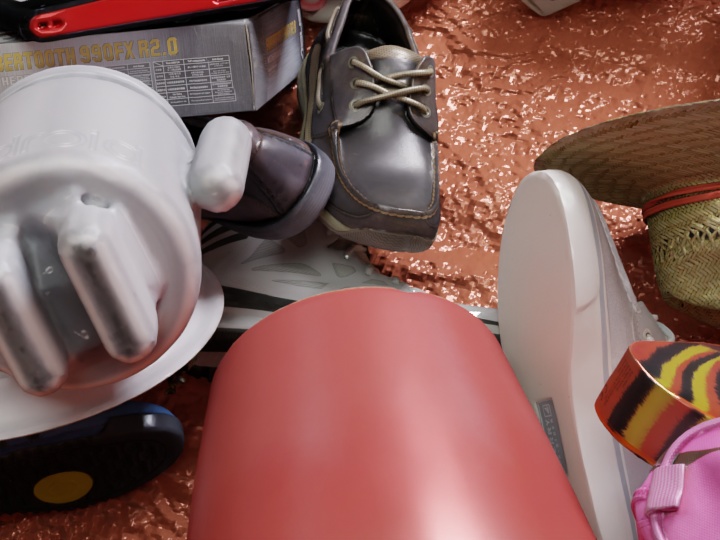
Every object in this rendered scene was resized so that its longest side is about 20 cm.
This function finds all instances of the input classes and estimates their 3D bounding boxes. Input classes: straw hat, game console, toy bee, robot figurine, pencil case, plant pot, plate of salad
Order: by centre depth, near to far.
[{"bbox_3d":[0.151,0.129,0.686,0.093,0.200,0.091,17,61,18],"label":"pencil case"},{"bbox_3d":[0.010,0.117,0.735,0.200,0.201,0.178,-11,47,2],"label":"plant pot"},{"bbox_3d":[0.205,0.063,0.738,0.199,0.131,0.109,-22,52,-25],"label":"toy bee"},{"bbox_3d":[-0.128,-0.023,0.765,0.169,0.113,0.200,-17,26,2],"label":"robot figurine"},{"bbox_3d":[0.186,-0.017,0.810,0.200,0.201,0.085,-4,80,7],"label":"straw hat"},{"bbox_3d":[-0.164,0.039,0.834,0.199,0.048,0.200,-7,26,3],"label":"plate of salad"},{"bbox_3d":[-0.113,-0.152,0.923,0.176,0.031,0.200,-17,16,-17],"label":"game console"}]

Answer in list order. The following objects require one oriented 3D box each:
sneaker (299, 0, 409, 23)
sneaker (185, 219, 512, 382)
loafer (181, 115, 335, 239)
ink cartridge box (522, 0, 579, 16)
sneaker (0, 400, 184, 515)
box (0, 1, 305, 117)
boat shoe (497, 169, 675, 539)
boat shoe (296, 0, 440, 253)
[{"bbox_3d":[-0.034,-0.218,1.020,0.200,0.075,0.105,34,63,22],"label":"sneaker"},{"bbox_3d":[0.000,0.000,0.872,0.200,0.076,0.116,4,60,15],"label":"sneaker"},{"bbox_3d":[-0.098,-0.058,0.888,0.200,0.063,0.072,5,67,46],"label":"loafer"},{"bbox_3d":[0.172,-0.253,0.972,0.200,0.050,0.163,-24,49,34],"label":"ink cartridge box"},{"bbox_3d":[-0.190,0.085,0.857,0.199,0.066,0.079,-14,52,1],"label":"sneaker"},{"bbox_3d":[-0.140,-0.114,0.932,0.199,0.049,0.158,-4,13,9],"label":"box"},{"bbox_3d":[0.116,0.051,0.787,0.068,0.072,0.201,-7,80,-27],"label":"boat shoe"},{"bbox_3d":[0.003,-0.085,0.892,0.074,0.074,0.200,4,35,-16],"label":"boat shoe"}]
